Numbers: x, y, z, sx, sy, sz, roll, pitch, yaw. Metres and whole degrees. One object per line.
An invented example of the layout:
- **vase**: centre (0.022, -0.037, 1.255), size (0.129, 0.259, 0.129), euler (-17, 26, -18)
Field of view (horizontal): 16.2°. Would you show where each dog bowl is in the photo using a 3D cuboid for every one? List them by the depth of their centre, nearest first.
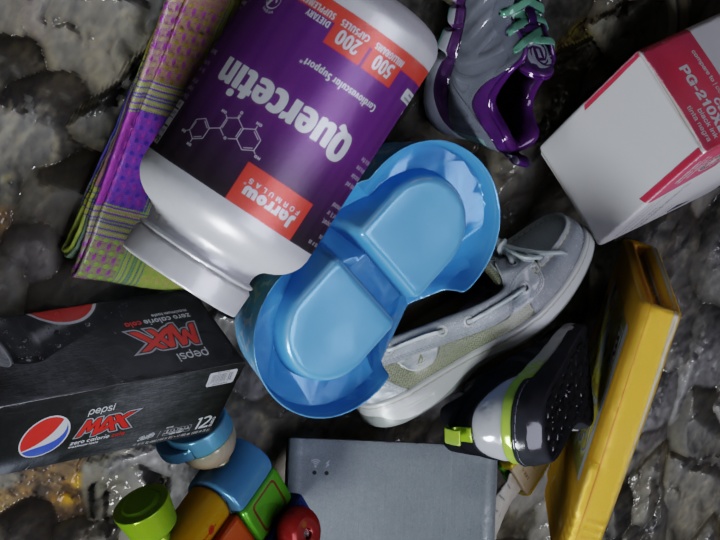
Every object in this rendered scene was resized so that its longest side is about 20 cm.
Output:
- **dog bowl**: centre (0.000, 0.000, 1.602), size (0.200, 0.050, 0.112), euler (-49, 123, -11)

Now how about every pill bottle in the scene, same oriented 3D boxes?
- **pill bottle**: centre (-0.050, -0.078, 1.444), size (0.112, 0.112, 0.200), euler (32, 90, -48)

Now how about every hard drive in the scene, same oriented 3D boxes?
- **hard drive**: centre (0.017, 0.212, 1.660), size (0.139, 0.033, 0.201), euler (3, 86, -6)

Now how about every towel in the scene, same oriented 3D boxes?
- **towel**: centre (-0.091, -0.082, 1.503), size (0.143, 0.023, 0.200), euler (9, 108, -46)

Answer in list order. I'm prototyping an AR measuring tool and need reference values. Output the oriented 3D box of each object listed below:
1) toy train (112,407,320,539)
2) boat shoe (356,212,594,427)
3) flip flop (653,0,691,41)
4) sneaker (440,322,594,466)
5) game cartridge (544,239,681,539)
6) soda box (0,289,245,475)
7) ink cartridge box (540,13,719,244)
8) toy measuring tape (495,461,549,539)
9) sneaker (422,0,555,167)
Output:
- **toy train**: centre (-0.117, 0.183, 1.562), size (0.200, 0.085, 0.116), euler (-54, 129, -35)
- **boat shoe**: centre (0.070, 0.022, 1.681), size (0.202, 0.074, 0.065), euler (-36, 117, -13)
- **flip flop**: centre (0.184, -0.213, 1.651), size (0.200, 0.057, 0.081), euler (56, 35, -62)
- **sneaker**: centre (0.100, 0.078, 1.655), size (0.200, 0.083, 0.072), euler (-26, 113, -71)
- **game cartridge**: centre (0.171, 0.093, 1.762), size (0.032, 0.176, 0.200), euler (18, 104, -3)
- **soda box**: centre (-0.170, 0.066, 1.470), size (0.200, 0.071, 0.063), euler (-9, 139, -40)
- **ink cartridge box**: centre (0.243, -0.113, 1.700), size (0.200, 0.084, 0.145), euler (-25, 169, -33)
- **toy measuring tape**: centre (0.088, 0.131, 1.748), size (0.200, 0.073, 0.074), euler (-56, 140, -24)
- **sneaker**: centre (0.100, -0.168, 1.582), size (0.074, 0.087, 0.200), euler (-13, 122, -38)
